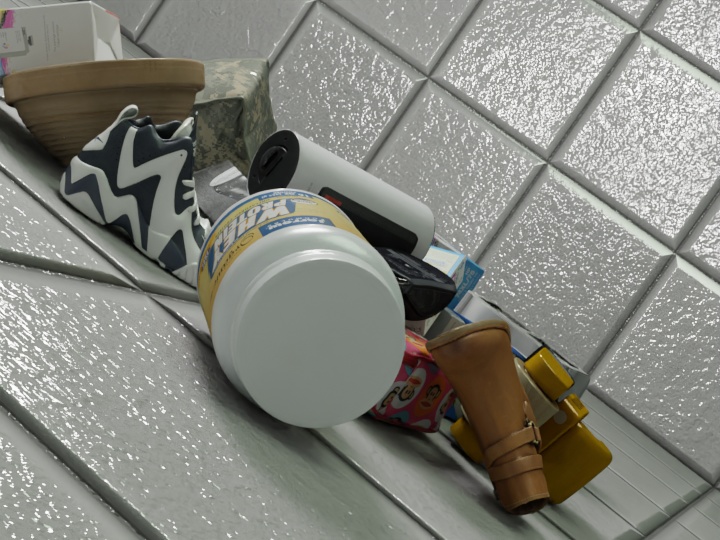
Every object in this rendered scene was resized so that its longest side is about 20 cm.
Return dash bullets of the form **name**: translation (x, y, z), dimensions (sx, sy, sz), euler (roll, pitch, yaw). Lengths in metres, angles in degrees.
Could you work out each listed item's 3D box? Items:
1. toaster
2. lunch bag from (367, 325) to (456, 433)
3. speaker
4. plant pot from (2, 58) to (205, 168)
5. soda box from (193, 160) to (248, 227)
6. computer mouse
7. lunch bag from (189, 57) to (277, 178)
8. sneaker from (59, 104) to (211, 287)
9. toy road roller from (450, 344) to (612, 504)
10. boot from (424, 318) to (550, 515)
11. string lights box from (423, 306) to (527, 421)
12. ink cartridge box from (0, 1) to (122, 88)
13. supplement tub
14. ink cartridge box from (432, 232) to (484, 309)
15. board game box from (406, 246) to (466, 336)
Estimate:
- **toaster**: translation (0.187, 0.128, 1.767), dimensions (0.180, 0.119, 0.200), euler (37, 6, 24)
- **lunch bag**: translation (-0.002, 0.073, 1.292), dimensions (0.175, 0.082, 0.200), euler (34, 2, 28)
- **speaker**: translation (-0.019, -0.068, 1.363), dimensions (0.199, 0.082, 0.081), euler (27, 10, -39)
- **plant pot**: translation (-0.249, -0.152, 1.336), dimensions (0.198, 0.094, 0.201), euler (-6, 4, 0)
- **soda box**: translation (-0.126, -0.043, 1.406), dimensions (0.200, 0.070, 0.064), euler (44, -31, 52)
- **computer mouse**: translation (0.020, 0.012, 1.304), dimensions (0.138, 0.053, 0.199), euler (32, 11, 31)
- **lunch bag**: translation (-0.214, -0.179, 1.624), dimensions (0.197, 0.119, 0.164), euler (-2, 25, 7)
- **sneaker**: translation (-0.162, -0.074, 1.236), dimensions (0.198, 0.130, 0.080), euler (35, 6, -15)
- **toy road roller**: translation (0.192, 0.172, 1.432), dimensions (0.146, 0.123, 0.200), euler (51, 10, 11)
- **boot**: translation (0.120, 0.137, 1.220), dimensions (0.200, 0.076, 0.157), euler (58, 17, -67)
- **string lights box**: translation (0.113, 0.111, 1.525), dimensions (0.199, 0.103, 0.059), euler (30, 6, -46)
- **ink cartridge box**: translation (-0.351, -0.223, 1.365), dimensions (0.197, 0.069, 0.116), euler (-4, 3, 5)
- **supplement tub**: translation (-0.047, 0.026, 1.023), dimensions (0.144, 0.145, 0.200), euler (34, 5, -18)
- **ink cartridge box**: translation (0.031, -0.009, 1.802), dimensions (0.199, 0.147, 0.147), euler (30, 7, -44)
- **board game box**: translation (0.000, 0.000, 1.459), dimensions (0.198, 0.035, 0.135), euler (16, 30, 17)
